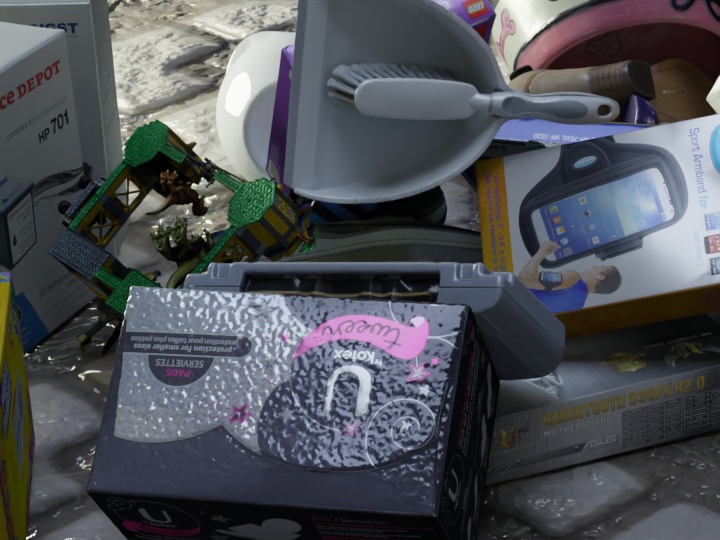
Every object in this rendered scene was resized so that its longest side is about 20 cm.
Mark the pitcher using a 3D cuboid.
[{"bbox_3d":[-0.022,-0.122,1.980,0.171,0.121,0.200,4,14,-2],"label":"pitcher"}]

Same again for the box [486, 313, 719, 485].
[{"bbox_3d":[0.125,0.062,1.641,0.200,0.048,0.158,-12,26,-16],"label":"box"}]

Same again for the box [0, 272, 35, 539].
[{"bbox_3d":[-0.295,0.105,1.523,0.192,0.122,0.200,-6,26,-3],"label":"box"}]

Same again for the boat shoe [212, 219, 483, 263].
[{"bbox_3d":[0.000,0.000,1.784,0.202,0.065,0.074,-3,6,-12],"label":"boat shoe"}]

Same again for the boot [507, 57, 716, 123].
[{"bbox_3d":[0.177,-0.110,1.958,0.146,0.070,0.200,-18,-25,33],"label":"boot"}]

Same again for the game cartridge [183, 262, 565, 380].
[{"bbox_3d":[0.012,0.031,1.537,0.200,0.041,0.133,0,-16,24],"label":"game cartridge"}]

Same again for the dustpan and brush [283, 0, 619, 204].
[{"bbox_3d":[0.060,-0.107,1.622,0.200,0.140,0.057,1,12,-19],"label":"dustpan and brush"}]

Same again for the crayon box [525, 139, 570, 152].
[{"bbox_3d":[0.188,-0.031,1.741,0.127,0.051,0.200,4,-13,17],"label":"crayon box"}]

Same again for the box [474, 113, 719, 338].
[{"bbox_3d":[0.173,-0.028,1.605,0.200,0.041,0.119,-12,61,15],"label":"box"}]

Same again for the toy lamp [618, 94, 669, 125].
[{"bbox_3d":[0.285,-0.081,1.868,0.200,0.058,0.058,11,24,-10],"label":"toy lamp"}]

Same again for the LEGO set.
[{"bbox_3d":[-0.101,0.001,1.697,0.200,0.116,0.154,18,70,47],"label":"LEGO set"}]

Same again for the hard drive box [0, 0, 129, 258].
[{"bbox_3d":[-0.254,-0.109,1.872,0.156,0.200,0.077,-2,25,4],"label":"hard drive box"}]

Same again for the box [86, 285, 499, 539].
[{"bbox_3d":[-0.034,0.089,1.465,0.200,0.115,0.132,4,66,13],"label":"box"}]

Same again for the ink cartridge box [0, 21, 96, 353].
[{"bbox_3d":[-0.255,-0.049,1.746,0.086,0.200,0.146,9,29,25],"label":"ink cartridge box"}]

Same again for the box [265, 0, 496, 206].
[{"bbox_3d":[0.010,-0.116,1.734,0.137,0.200,0.039,-24,74,-13],"label":"box"}]

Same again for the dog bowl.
[{"bbox_3d":[0.201,-0.174,1.980,0.200,0.200,0.074,-6,62,-5],"label":"dog bowl"}]

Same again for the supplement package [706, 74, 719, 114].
[{"bbox_3d":[0.351,-0.095,1.758,0.121,0.120,0.200,1,41,-36],"label":"supplement package"}]

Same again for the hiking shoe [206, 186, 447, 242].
[{"bbox_3d":[-0.029,-0.053,1.856,0.200,0.087,0.074,-21,30,-32],"label":"hiking shoe"}]

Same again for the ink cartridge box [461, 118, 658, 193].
[{"bbox_3d":[0.166,-0.072,1.787,0.197,0.047,0.200,6,-16,19],"label":"ink cartridge box"}]
